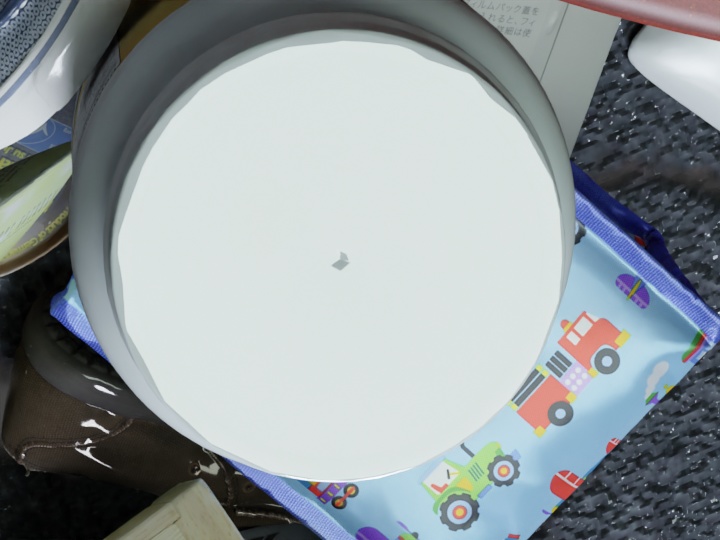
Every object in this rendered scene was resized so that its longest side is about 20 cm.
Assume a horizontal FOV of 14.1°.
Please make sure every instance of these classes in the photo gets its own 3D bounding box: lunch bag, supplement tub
[{"bbox_3d":[0.000,0.000,1.009,0.200,0.094,0.151,39,100,-24],"label":"lunch bag"},{"bbox_3d":[-0.014,-0.024,0.861,0.144,0.200,0.146,-1,102,-5],"label":"supplement tub"}]

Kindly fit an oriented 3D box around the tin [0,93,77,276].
[{"bbox_3d":[-0.175,-0.065,0.995,0.199,0.042,0.112,25,105,-35],"label":"tin"}]

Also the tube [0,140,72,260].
[{"bbox_3d":[-0.168,0.016,0.990,0.052,0.058,0.200,24,134,-37],"label":"tube"}]

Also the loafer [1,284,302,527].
[{"bbox_3d":[-0.055,0.065,1.123,0.199,0.073,0.071,23,121,-29],"label":"loafer"}]

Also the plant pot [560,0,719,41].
[{"bbox_3d":[0.073,-0.197,0.930,0.175,0.200,0.201,0,122,-12],"label":"plant pot"}]

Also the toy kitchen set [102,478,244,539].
[{"bbox_3d":[-0.025,0.153,1.069,0.163,0.200,0.181,-35,93,-16],"label":"toy kitchen set"}]

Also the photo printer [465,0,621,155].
[{"bbox_3d":[0.002,-0.064,1.054,0.165,0.070,0.201,4,119,-27],"label":"photo printer"}]

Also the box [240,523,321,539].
[{"bbox_3d":[-0.062,0.180,1.158,0.199,0.048,0.159,-8,127,-46],"label":"box"}]

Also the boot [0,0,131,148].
[{"bbox_3d":[-0.147,-0.075,0.892,0.090,0.073,0.200,20,141,-30],"label":"boot"}]

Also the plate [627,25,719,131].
[{"bbox_3d":[0.235,-0.106,1.157,0.200,0.032,0.200,33,103,-37],"label":"plate"}]
